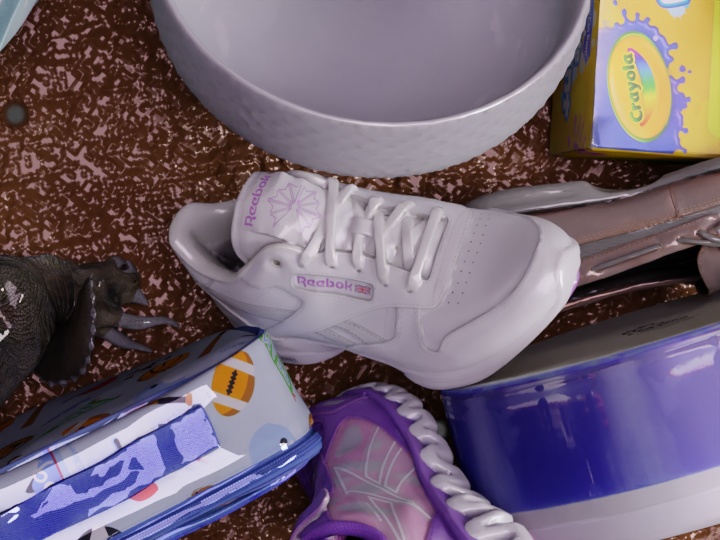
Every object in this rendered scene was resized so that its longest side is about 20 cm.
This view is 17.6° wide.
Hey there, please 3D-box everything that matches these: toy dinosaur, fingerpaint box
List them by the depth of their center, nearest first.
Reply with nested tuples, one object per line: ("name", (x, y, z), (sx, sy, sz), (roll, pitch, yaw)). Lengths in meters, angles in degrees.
("toy dinosaur", (-0.188, 0.034, 1.034), (0.199, 0.077, 0.103), (-32, 89, -12))
("fingerpaint box", (0.181, -0.149, 1.103), (0.165, 0.073, 0.202), (3, 89, -12))

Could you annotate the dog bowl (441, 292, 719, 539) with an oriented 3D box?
("dog bowl", (0.138, 0.061, 1.032), (0.199, 0.200, 0.079), (-16, 91, -10))

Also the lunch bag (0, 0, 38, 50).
("lunch bag", (-0.209, -0.166, 1.008), (0.170, 0.122, 0.201), (27, 76, -9))

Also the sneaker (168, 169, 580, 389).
("sneaker", (0.000, 0.000, 1.005), (0.100, 0.199, 0.075), (43, 56, -41))

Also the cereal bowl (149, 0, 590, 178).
("cereal bowl", (0.002, -0.120, 1.044), (0.198, 0.084, 0.201), (3, 57, -4))

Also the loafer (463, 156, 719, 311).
("loafer", (0.143, -0.008, 1.076), (0.198, 0.072, 0.063), (-7, 64, 10))

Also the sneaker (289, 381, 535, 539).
("sneaker", (0.003, 0.113, 1.008), (0.088, 0.200, 0.081), (-10, 116, -20))

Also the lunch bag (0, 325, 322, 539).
("lunch bag", (-0.118, 0.094, 1.004), (0.199, 0.160, 0.076), (-28, 95, -10))
